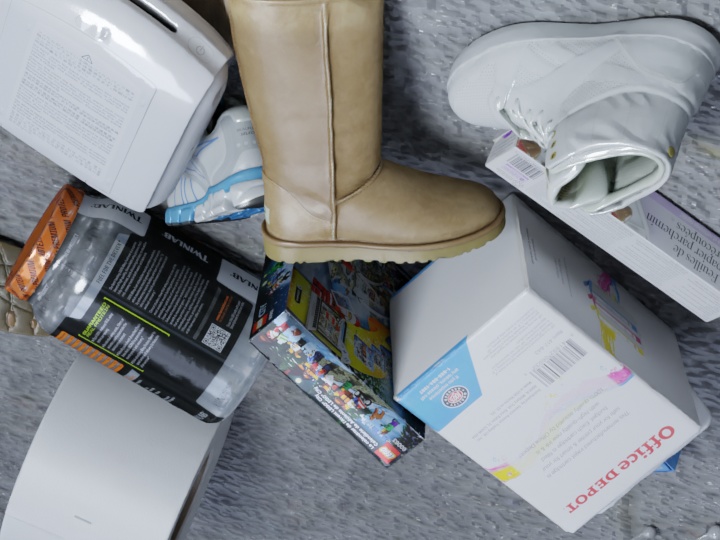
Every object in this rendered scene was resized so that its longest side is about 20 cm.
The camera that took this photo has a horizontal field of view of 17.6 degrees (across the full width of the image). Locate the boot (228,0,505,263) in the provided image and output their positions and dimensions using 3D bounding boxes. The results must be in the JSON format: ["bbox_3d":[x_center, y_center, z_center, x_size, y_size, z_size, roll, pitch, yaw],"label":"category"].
[{"bbox_3d":[0.008,-0.101,1.513,0.175,0.066,0.200,-7,123,-6],"label":"boot"}]

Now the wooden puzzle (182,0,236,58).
[{"bbox_3d":[-0.166,-0.226,1.507,0.200,0.037,0.185,20,151,16],"label":"wooden puzzle"}]

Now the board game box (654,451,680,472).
[{"bbox_3d":[0.134,0.091,1.790,0.151,0.037,0.200,-8,138,42],"label":"board game box"}]

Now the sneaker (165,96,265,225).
[{"bbox_3d":[-0.096,-0.079,1.666,0.075,0.087,0.200,-10,178,-20],"label":"sneaker"}]

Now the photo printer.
[{"bbox_3d":[-0.174,-0.137,1.546,0.166,0.069,0.200,33,152,-1],"label":"photo printer"}]

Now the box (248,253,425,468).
[{"bbox_3d":[-0.010,0.034,1.637,0.038,0.200,0.137,-38,109,21],"label":"box"}]

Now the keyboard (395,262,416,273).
[{"bbox_3d":[0.000,0.000,1.771,0.056,0.011,0.200,33,149,-5],"label":"keyboard"}]

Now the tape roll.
[{"bbox_3d":[-0.210,0.180,2.012,0.139,0.203,0.203,23,150,3],"label":"tape roll"}]

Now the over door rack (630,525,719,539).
[{"bbox_3d":[0.329,0.281,1.908,0.200,0.067,0.148,19,158,53],"label":"over door rack"}]

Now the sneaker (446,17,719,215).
[{"bbox_3d":[0.119,-0.091,1.436,0.200,0.116,0.074,-5,141,43],"label":"sneaker"}]

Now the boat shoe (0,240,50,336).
[{"bbox_3d":[-0.331,0.001,1.960,0.200,0.072,0.068,17,-176,-4],"label":"boat shoe"}]

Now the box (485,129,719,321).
[{"bbox_3d":[0.175,-0.037,1.556,0.200,0.039,0.041,34,150,-16],"label":"box"}]

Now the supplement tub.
[{"bbox_3d":[-0.168,0.023,1.811,0.200,0.123,0.123,31,149,-13],"label":"supplement tub"}]

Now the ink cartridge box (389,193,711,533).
[{"bbox_3d":[0.135,0.073,1.627,0.200,0.125,0.129,39,114,-24],"label":"ink cartridge box"}]
